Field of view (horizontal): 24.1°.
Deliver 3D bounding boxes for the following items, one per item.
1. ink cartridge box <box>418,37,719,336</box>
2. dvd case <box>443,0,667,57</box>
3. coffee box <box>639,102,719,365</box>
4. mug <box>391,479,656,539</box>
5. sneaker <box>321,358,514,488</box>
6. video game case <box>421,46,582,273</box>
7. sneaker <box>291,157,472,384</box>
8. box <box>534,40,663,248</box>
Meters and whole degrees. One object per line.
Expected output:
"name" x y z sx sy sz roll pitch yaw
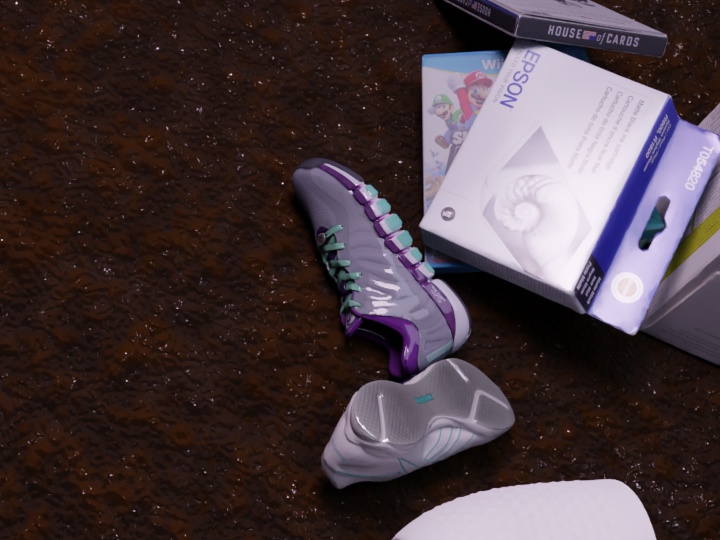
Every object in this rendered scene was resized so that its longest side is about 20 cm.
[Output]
"ink cartridge box" 0.178 -0.074 1.404 0.198 0.041 0.201 23 74 15
"dvd case" 0.166 -0.233 1.526 0.149 0.025 0.200 5 19 -22
"coffee box" 0.386 -0.036 1.479 0.198 0.200 0.199 23 54 -11
"mug" 0.112 0.258 1.231 0.173 0.147 0.203 -1 92 -16
"sneaker" 0.042 0.121 1.317 0.199 0.080 0.071 -4 54 -48
"video game case" 0.124 -0.097 1.451 0.141 0.018 0.202 -3 69 7
"sneaker" 0.000 0.000 1.363 0.087 0.075 0.200 -38 82 -31
"box" 0.195 -0.103 1.504 0.049 0.082 0.202 -9 65 -28
